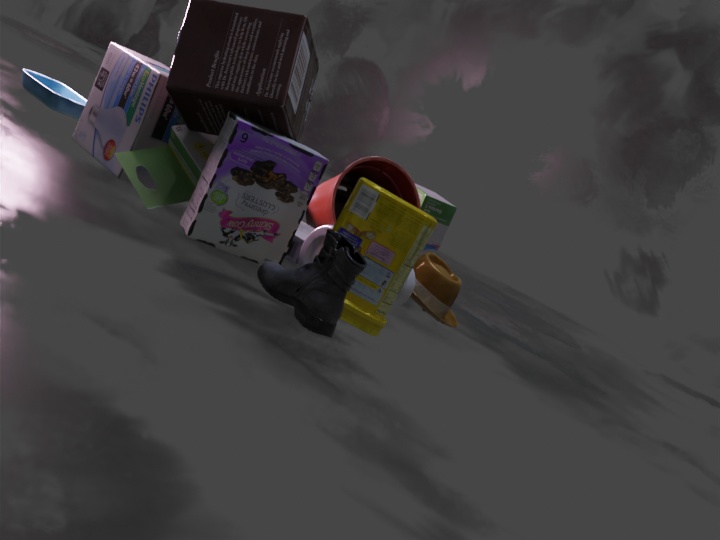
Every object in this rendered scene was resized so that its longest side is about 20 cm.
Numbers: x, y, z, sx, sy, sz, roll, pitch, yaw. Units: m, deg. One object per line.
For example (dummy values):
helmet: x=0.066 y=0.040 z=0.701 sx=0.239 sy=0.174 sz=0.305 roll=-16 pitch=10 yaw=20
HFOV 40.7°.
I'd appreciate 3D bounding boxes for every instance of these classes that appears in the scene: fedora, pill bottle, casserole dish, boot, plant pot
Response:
fedora: x=0.141 y=0.024 z=1.888 sx=0.200 sy=0.082 sz=0.201 roll=42 pitch=11 yaw=-10
pill bottle: x=0.000 y=0.000 z=1.638 sx=0.199 sy=0.112 sz=0.111 roll=18 pitch=12 yaw=-45
casserole dish: x=-0.642 y=-0.369 z=2.050 sx=0.199 sy=0.039 sz=0.121 roll=35 pitch=12 yaw=37
boot: x=-0.065 y=-0.003 z=1.397 sx=0.069 sy=0.133 sz=0.200 roll=17 pitch=14 yaw=-43
plant pot: x=-0.009 y=-0.121 z=1.986 sx=0.199 sy=0.203 sz=0.195 roll=23 pitch=-10 yaw=-24

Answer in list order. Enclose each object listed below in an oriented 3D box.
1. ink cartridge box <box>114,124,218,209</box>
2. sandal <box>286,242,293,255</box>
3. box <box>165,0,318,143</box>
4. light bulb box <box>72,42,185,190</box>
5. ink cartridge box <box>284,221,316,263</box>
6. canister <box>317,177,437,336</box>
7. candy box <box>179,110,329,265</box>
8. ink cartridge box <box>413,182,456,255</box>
ink cartridge box: x=-0.289 y=-0.180 z=1.622 sx=0.198 sy=0.048 sz=0.146 roll=-12 pitch=52 yaw=-35
sandal: x=-0.176 y=-0.107 z=1.618 sx=0.048 sy=0.075 sz=0.202 roll=43 pitch=-23 yaw=57
box: x=-0.186 y=-0.317 z=1.580 sx=0.197 sy=0.168 sz=0.164 roll=11 pitch=-15 yaw=8
light bulb box: x=-0.389 y=-0.271 z=1.732 sx=0.124 sy=0.200 sz=0.199 roll=15 pitch=14 yaw=-46
ink cartridge box: x=-0.120 y=-0.057 z=1.809 sx=0.108 sy=0.051 sz=0.200 roll=30 pitch=8 yaw=15
canister: x=0.012 y=-0.022 z=1.491 sx=0.147 sy=0.202 sz=0.087 roll=28 pitch=6 yaw=-11
candy box: x=-0.169 y=-0.123 z=1.543 sx=0.166 sy=0.202 sz=0.072 roll=21 pitch=11 yaw=-27
ink cartridge box: x=0.115 y=-0.078 z=2.132 sx=0.083 sy=0.202 sz=0.145 roll=20 pitch=11 yaw=-21
